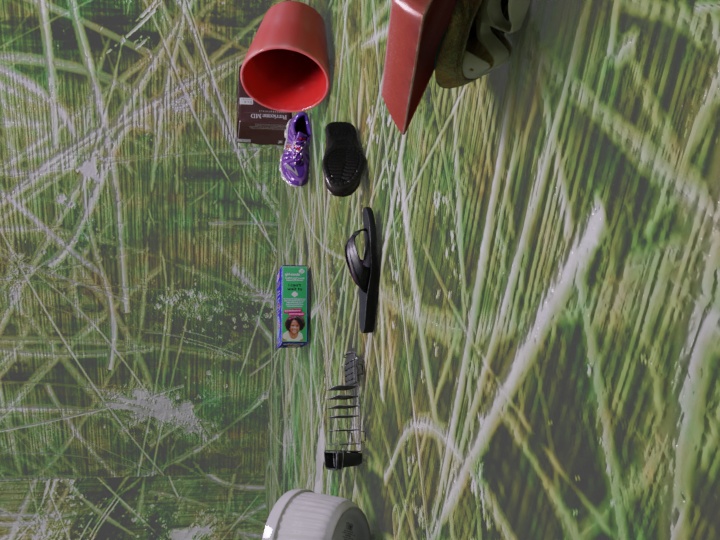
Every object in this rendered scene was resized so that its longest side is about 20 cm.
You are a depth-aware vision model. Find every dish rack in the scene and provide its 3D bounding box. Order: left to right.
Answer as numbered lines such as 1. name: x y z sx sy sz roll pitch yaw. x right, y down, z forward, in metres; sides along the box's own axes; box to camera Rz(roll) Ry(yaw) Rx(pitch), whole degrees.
1. dish rack: -0.029 0.242 1.517 0.153 0.054 0.201 135 135 -74

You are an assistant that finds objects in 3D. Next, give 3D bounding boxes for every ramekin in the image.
1. ramekin: -0.060 0.438 1.338 0.200 0.104 0.202 -4 -90 -65

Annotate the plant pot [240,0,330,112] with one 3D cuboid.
1. plant pot: -0.156 -0.480 1.930 0.201 0.199 0.178 107 170 -57

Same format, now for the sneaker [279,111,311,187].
1. sneaker: -0.161 -0.309 2.219 0.083 0.080 0.201 138 132 -68

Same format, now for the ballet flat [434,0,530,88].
1. ballet flat: 0.112 -0.218 0.769 0.200 0.070 0.071 103 164 -56

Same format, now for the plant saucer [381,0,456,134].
1. plant saucer: 0.067 -0.250 0.772 0.200 0.037 0.200 93 -160 -72

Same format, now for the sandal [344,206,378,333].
1. sandal: 0.000 0.001 1.383 0.075 0.048 0.202 -143 53 -77

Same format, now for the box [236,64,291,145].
1. box: -0.310 -0.526 2.796 0.164 0.165 0.201 123 146 -70

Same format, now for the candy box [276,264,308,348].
1. candy box: -0.178 0.096 2.281 0.169 0.077 0.201 138 131 -78

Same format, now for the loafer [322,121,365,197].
1. loafer: -0.029 -0.184 1.527 0.201 0.072 0.072 -89 1 -51
